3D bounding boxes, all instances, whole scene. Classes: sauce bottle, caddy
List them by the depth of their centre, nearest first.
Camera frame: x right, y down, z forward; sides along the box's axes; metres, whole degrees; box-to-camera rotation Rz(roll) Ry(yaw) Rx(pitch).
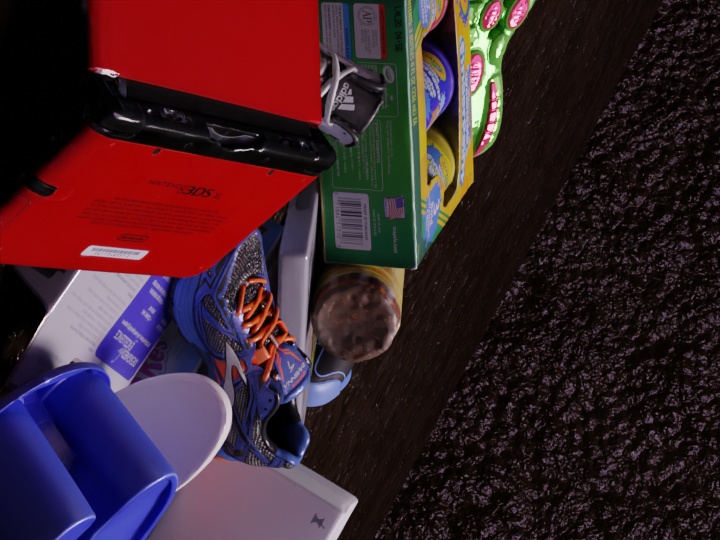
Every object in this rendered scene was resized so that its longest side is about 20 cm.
[{"bbox_3d":[-0.193,0.135,0.895,0.141,0.105,0.200,-24,156,-53],"label":"caddy"},{"bbox_3d":[0.000,0.000,1.205,0.200,0.066,0.066,-87,-162,-68],"label":"sauce bottle"}]

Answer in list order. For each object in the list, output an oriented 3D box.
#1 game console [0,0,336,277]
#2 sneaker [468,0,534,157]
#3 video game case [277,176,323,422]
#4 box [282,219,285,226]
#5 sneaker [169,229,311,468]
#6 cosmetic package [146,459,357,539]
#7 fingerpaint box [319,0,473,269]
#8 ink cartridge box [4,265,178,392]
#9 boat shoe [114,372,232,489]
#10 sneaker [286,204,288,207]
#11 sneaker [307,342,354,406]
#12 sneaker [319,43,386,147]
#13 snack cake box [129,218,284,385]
[{"bbox_3d":[-0.110,-0.093,0.841,0.172,0.119,0.200,-39,159,23],"label":"game console"},{"bbox_3d":[0.079,-0.187,1.257,0.076,0.084,0.201,1,116,-34],"label":"sneaker"},{"bbox_3d":[-0.043,0.007,1.192,0.182,0.023,0.201,-82,177,-50],"label":"video game case"},{"bbox_3d":[-0.063,0.018,1.431,0.201,0.035,0.110,-65,169,4],"label":"box"},{"bbox_3d":[-0.067,0.049,1.053,0.075,0.078,0.201,-48,146,-39],"label":"sneaker"},{"bbox_3d":[-0.105,0.236,1.253,0.200,0.123,0.200,-60,177,-4],"label":"cosmetic package"},{"bbox_3d":[0.027,-0.126,1.151,0.167,0.073,0.201,-54,145,-60],"label":"fingerpaint box"},{"bbox_3d":[-0.140,-0.007,0.974,0.200,0.043,0.198,-58,168,-10],"label":"ink cartridge box"},{"bbox_3d":[-0.155,0.130,1.013,0.200,0.072,0.068,-44,174,14],"label":"boat shoe"},{"bbox_3d":[-0.001,-0.098,1.360,0.200,0.073,0.082,-55,167,-36],"label":"sneaker"},{"bbox_3d":[-0.019,0.032,1.418,0.200,0.070,0.078,-60,166,-50],"label":"sneaker"},{"bbox_3d":[-0.040,-0.133,0.974,0.076,0.115,0.200,-64,169,1],"label":"sneaker"},{"bbox_3d":[-0.126,0.058,1.139,0.200,0.067,0.115,-59,170,-23],"label":"snack cake box"}]
